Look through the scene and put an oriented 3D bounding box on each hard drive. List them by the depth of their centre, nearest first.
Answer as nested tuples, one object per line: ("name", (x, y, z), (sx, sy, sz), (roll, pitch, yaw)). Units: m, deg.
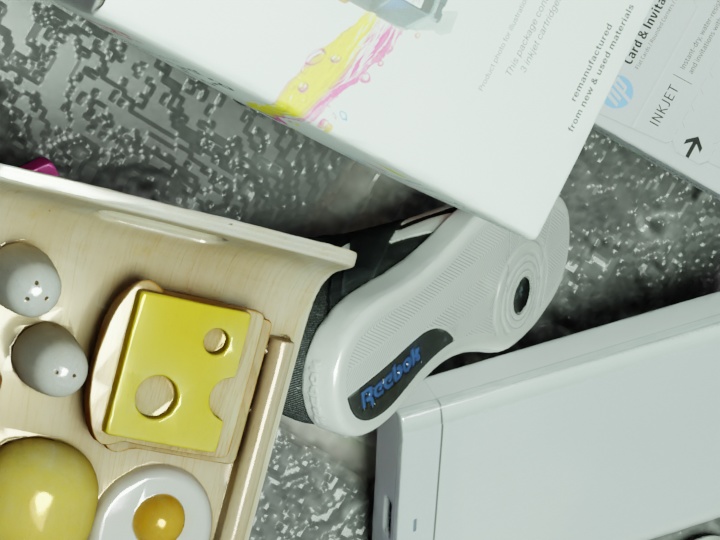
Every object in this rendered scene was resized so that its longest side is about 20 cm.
("hard drive", (0.101, 0.082, 0.945), (0.199, 0.027, 0.132), (-15, 133, -20))

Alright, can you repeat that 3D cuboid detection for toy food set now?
("toy food set", (-0.089, 0.073, 0.729), (0.143, 0.060, 0.201), (13, 96, -26))

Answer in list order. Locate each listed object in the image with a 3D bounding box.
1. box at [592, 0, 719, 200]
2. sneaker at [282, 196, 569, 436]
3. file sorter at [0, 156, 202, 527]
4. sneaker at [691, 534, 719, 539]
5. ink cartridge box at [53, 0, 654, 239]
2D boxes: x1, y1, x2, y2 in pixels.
("box", (0.193, -0.098, 0.902), (0.199, 0.041, 0.157), (29, 91, 6))
("sneaker", (0.000, 0.000, 0.885), (0.200, 0.111, 0.074), (-28, 125, -52))
("file sorter", (-0.131, 0.084, 0.817), (0.138, 0.125, 0.201), (-27, 112, -15))
("sneaker", (0.230, 0.218, 1.007), (0.076, 0.115, 0.201), (-47, 116, -13))
("ink cartridge box", (-0.008, -0.127, 0.805), (0.199, 0.145, 0.145), (27, 92, -25))
